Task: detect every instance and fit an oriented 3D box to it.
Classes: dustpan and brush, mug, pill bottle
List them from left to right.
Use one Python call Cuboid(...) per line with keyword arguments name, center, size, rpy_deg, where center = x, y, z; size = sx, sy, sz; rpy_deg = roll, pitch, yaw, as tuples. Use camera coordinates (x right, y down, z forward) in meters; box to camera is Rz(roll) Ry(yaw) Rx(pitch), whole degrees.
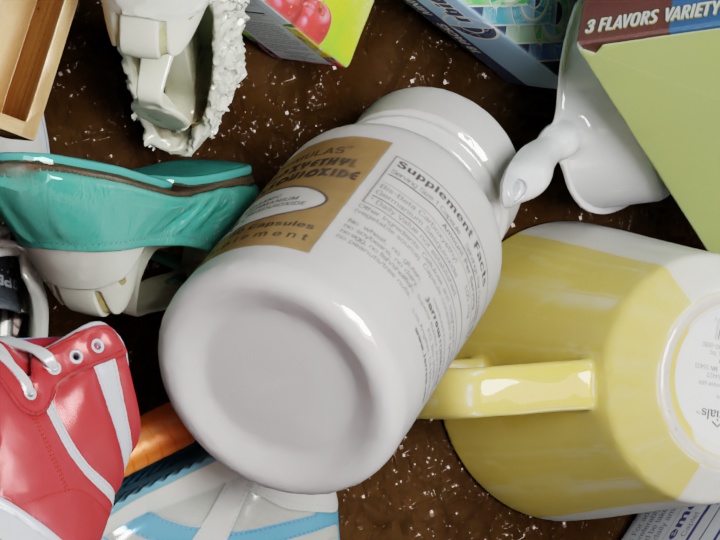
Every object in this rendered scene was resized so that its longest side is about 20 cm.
Cuboid(name="pill bottle", center=(0.000, 0.000, 1.135), size=(0.115, 0.114, 0.200), rpy_deg=(57, 35, -15))
Cuboid(name="dustpan and brush", center=(0.112, -0.074, 1.215), size=(0.200, 0.057, 0.140), rpy_deg=(-59, 146, -61))
Cuboid(name="mug", center=(0.123, 0.061, 1.211), size=(0.186, 0.153, 0.150), rpy_deg=(-38, 106, -21))

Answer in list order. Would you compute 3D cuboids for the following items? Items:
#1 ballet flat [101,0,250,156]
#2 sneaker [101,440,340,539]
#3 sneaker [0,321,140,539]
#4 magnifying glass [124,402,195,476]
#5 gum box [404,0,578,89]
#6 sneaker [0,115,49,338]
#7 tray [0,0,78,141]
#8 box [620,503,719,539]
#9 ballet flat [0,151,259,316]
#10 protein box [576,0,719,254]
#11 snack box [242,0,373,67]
Cuboid(name="ballet flat", center=(-0.081, -0.107, 1.094), size=(0.071, 0.200, 0.072), rpy_deg=(-1, 66, 3))
Cuboid(name="sneaker", center=(-0.096, 0.132, 1.145), size=(0.199, 0.076, 0.081), rpy_deg=(-23, 101, -23))
Cuboid(name="sneaker", center=(-0.167, 0.041, 1.016), size=(0.200, 0.071, 0.113), rpy_deg=(48, 51, -31))
Cuboid(name="magnifying glass", center=(-0.163, 0.109, 1.105), size=(0.199, 0.079, 0.023), rpy_deg=(-28, 115, -21))
Cuboid(name="gum box", center=(0.073, -0.212, 1.214), size=(0.170, 0.044, 0.201), rpy_deg=(32, 74, -50))
Cuboid(name="sneaker", center=(-0.162, -0.010, 1.115), size=(0.073, 0.071, 0.201), rpy_deg=(-3, 90, -26))
Cuboid(name="tray", center=(-0.157, -0.166, 1.073), size=(0.098, 0.037, 0.201), rpy_deg=(20, 83, -32))
Cuboid(name="box", center=(0.237, 0.128, 1.240), size=(0.105, 0.200, 0.184), rpy_deg=(42, 72, -21))
Cuboid(name="ballet flat", center=(-0.101, -0.014, 1.105), size=(0.200, 0.067, 0.071), rpy_deg=(-2, 96, -65))
Cuboid(name="protein box", center=(0.212, -0.137, 1.196), size=(0.199, 0.134, 0.201), rpy_deg=(50, 43, -47))
Cuboid(name="snack box", center=(-0.026, -0.215, 1.170), size=(0.142, 0.053, 0.201), rpy_deg=(36, 71, -49))
